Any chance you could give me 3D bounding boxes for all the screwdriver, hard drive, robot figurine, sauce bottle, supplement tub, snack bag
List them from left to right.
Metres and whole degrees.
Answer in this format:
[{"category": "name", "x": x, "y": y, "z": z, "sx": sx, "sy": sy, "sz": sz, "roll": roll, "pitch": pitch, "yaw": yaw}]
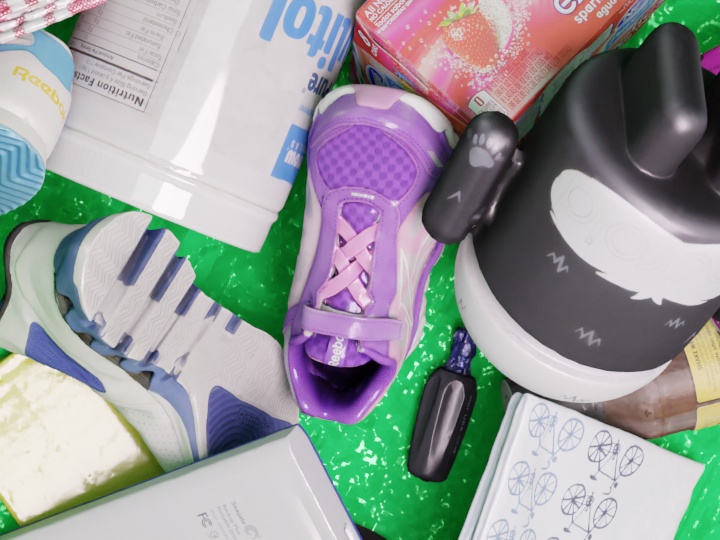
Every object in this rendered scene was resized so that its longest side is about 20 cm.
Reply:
[{"category": "hard drive", "x": -0.087, "y": 0.167, "z": 1.365, "sx": 0.200, "sy": 0.025, "sz": 0.132, "roll": -22, "pitch": 102, "yaw": 26}, {"category": "supplement tub", "x": -0.070, "y": -0.123, "z": 1.346, "sx": 0.132, "sy": 0.132, "sz": 0.200, "roll": 21, "pitch": 91, "yaw": -9}, {"category": "screwdriver", "x": 0.059, "y": 0.015, "z": 1.424, "sx": 0.029, "sy": 0.028, "sz": 0.200, "roll": 9, "pitch": 97, "yaw": -37}, {"category": "snack bag", "x": 0.094, "y": 0.172, "z": 1.382, "sx": 0.189, "sy": 0.021, "sz": 0.200, "roll": 25, "pitch": 87, "yaw": -52}, {"category": "robot figurine", "x": 0.125, "y": -0.026, "z": 1.287, "sx": 0.150, "sy": 0.200, "sz": 0.125, "roll": 43, "pitch": 44, "yaw": 11}, {"category": "sauce bottle", "x": 0.174, "y": 0.051, "z": 1.427, "sx": 0.200, "sy": 0.065, "sz": 0.065, "roll": -13, "pitch": 96, "yaw": -8}]

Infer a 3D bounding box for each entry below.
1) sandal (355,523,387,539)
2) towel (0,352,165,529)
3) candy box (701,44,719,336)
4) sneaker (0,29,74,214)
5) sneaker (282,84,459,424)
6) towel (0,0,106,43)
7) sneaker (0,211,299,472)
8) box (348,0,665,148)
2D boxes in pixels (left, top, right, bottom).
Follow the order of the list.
[{"category": "sandal", "x": 0.028, "y": 0.195, "z": 1.423, "sx": 0.200, "sy": 0.045, "sz": 0.075, "roll": 36, "pitch": 81, "yaw": -10}, {"category": "towel", "x": -0.129, "y": 0.127, "z": 1.415, "sx": 0.086, "sy": 0.018, "sz": 0.200, "roll": -36, "pitch": 97, "yaw": -10}, {"category": "candy box", "x": 0.231, "y": -0.025, "z": 1.390, "sx": 0.136, "sy": 0.061, "sz": 0.200, "roll": -27, "pitch": 70, "yaw": -7}, {"category": "sneaker", "x": -0.218, "y": -0.061, "z": 1.329, "sx": 0.077, "sy": 0.200, "sz": 0.081, "roll": 48, "pitch": 45, "yaw": -34}, {"category": "sneaker", "x": 0.000, "y": 0.000, "z": 1.335, "sx": 0.080, "sy": 0.088, "sz": 0.200, "roll": 15, "pitch": 134, "yaw": 8}, {"category": "towel", "x": -0.220, "y": -0.124, "z": 1.317, "sx": 0.200, "sy": 0.146, "sz": 0.030, "roll": -22, "pitch": 110, "yaw": -5}, {"category": "sneaker", "x": -0.119, "y": 0.034, "z": 1.374, "sx": 0.081, "sy": 0.115, "sz": 0.199, "roll": -54, "pitch": 134, "yaw": -23}, {"category": "box", "x": 0.094, "y": -0.148, "z": 1.358, "sx": 0.095, "sy": 0.100, "sz": 0.200, "roll": 43, "pitch": 78, "yaw": 8}]
